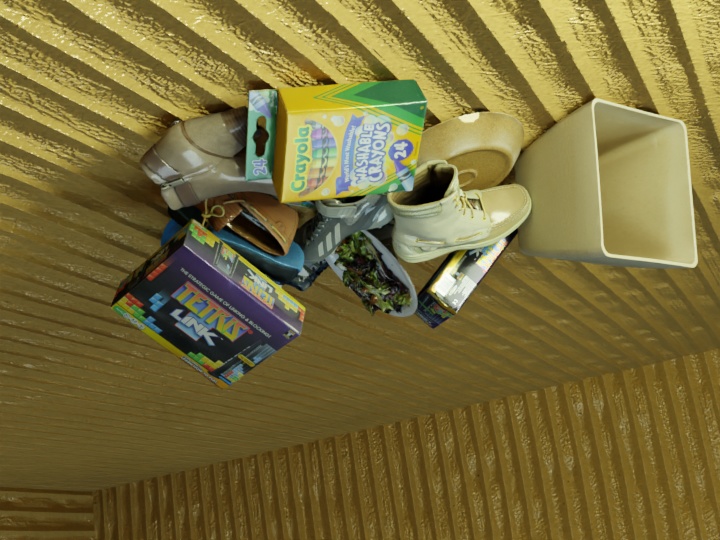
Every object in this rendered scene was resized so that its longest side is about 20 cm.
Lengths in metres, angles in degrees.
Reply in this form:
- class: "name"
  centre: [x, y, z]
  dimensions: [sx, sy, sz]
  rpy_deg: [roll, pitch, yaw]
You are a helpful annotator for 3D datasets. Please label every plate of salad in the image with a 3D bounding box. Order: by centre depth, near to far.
- class: "plate of salad"
  centre: [0.000, 0.000, 1.558]
  dimensions: [0.048, 0.200, 0.200]
  rpy_deg: [-46, 177, -24]

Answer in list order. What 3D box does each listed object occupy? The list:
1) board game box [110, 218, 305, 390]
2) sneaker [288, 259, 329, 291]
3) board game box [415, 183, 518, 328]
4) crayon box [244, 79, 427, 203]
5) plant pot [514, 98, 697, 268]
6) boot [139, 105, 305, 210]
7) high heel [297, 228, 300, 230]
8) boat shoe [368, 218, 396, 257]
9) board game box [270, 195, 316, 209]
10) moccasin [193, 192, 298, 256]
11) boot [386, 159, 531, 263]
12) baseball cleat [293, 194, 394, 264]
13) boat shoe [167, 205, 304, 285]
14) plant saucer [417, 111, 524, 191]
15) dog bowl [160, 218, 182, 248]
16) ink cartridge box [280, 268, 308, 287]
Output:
- class: "board game box"
  centre: [-0.198, 0.050, 1.397]
  dimensions: [0.199, 0.057, 0.165]
  rpy_deg: [39, 126, -23]
- class: "sneaker"
  centre: [-0.077, -0.012, 1.679]
  dimensions: [0.197, 0.082, 0.074]
  rpy_deg: [-12, 163, 11]
- class: "board game box"
  centre: [0.162, -0.017, 1.571]
  dimensions: [0.201, 0.057, 0.165]
  rpy_deg: [-51, 178, -12]
- class: "crayon box"
  centre: [-0.030, -0.147, 1.224]
  dimensions: [0.197, 0.052, 0.127]
  rpy_deg: [-7, 133, -16]
- class: "plant pot"
  centre: [0.319, -0.096, 1.449]
  dimensions: [0.198, 0.203, 0.176]
  rpy_deg: [5, 168, -37]
- class: "boot"
  centre: [-0.167, -0.115, 1.285]
  dimensions: [0.145, 0.071, 0.200]
  rpy_deg: [-28, 139, 8]
- class: "high heel"
  centre: [-0.143, -0.070, 1.521]
  dimensions: [0.095, 0.068, 0.200]
  rpy_deg: [3, 167, 18]
- class: "boat shoe"
  centre: [0.057, -0.055, 1.547]
  dimensions: [0.199, 0.069, 0.074]
  rpy_deg: [-3, -157, 48]
- class: "board game box"
  centre: [-0.034, -0.121, 1.436]
  dimensions: [0.198, 0.035, 0.125]
  rpy_deg: [8, 156, -43]
- class: "moccasin"
  centre: [-0.172, -0.079, 1.367]
  dimensions: [0.200, 0.079, 0.073]
  rpy_deg: [33, 143, -31]
- class: "boot"
  centre: [0.130, -0.089, 1.378]
  dimensions: [0.197, 0.073, 0.155]
  rpy_deg: [-19, 153, -3]
- class: "baseball cleat"
  centre: [-0.045, -0.073, 1.436]
  dimensions: [0.199, 0.071, 0.106]
  rpy_deg: [-28, 143, 32]
- class: "boat shoe"
  centre: [-0.175, -0.034, 1.433]
  dimensions: [0.199, 0.085, 0.069]
  rpy_deg: [33, 135, -3]
- class: "plant saucer"
  centre: [0.129, -0.134, 1.409]
  dimensions: [0.197, 0.036, 0.201]
  rpy_deg: [-16, 156, -7]
- class: "dog bowl"
  centre: [-0.216, 0.012, 1.509]
  dimensions: [0.110, 0.203, 0.050]
  rpy_deg: [-8, 180, 8]
- class: "ink cartridge box"
  centre: [-0.188, 0.006, 1.595]
  dimensions: [0.197, 0.068, 0.116]
  rpy_deg: [10, 166, 14]
